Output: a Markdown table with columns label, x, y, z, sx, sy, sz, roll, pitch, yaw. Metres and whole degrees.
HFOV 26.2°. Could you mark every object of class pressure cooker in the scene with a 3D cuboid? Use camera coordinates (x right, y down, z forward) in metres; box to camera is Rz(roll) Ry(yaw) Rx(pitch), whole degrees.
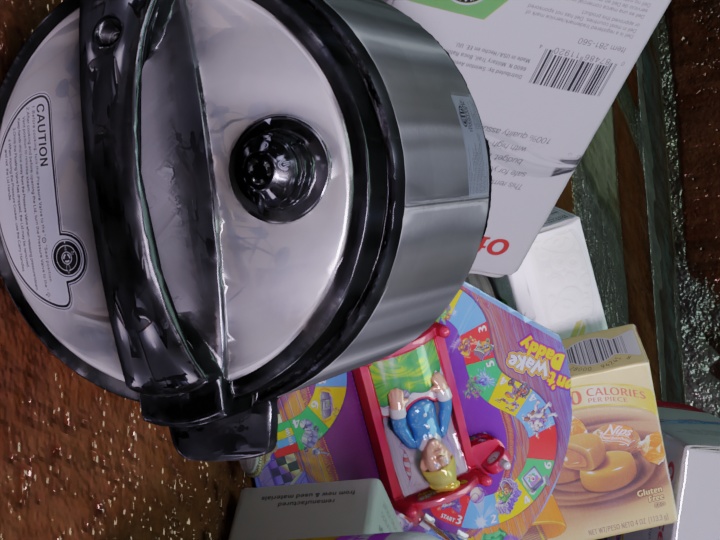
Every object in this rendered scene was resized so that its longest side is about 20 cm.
| label | x | y | z | sx | sy | sz | roll | pitch | yaw |
| --- | --- | --- | --- | --- | --- | --- | --- | --- | --- |
| pressure cooker | -0.050 | -0.037 | 0.616 | 0.176 | 0.179 | 0.200 | 43 | 17 | 12 |

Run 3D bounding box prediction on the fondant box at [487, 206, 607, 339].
| label | x | y | z | sx | sy | sz | roll | pitch | yaw |
| --- | --- | --- | --- | --- | --- | --- | --- | --- | --- |
| fondant box | 0.120 | 0.028 | 1.075 | 0.200 | 0.058 | 0.146 | -124 | -162 | -80 |

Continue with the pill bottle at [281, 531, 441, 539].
| label | x | y | z | sx | sy | sz | roll | pitch | yaw |
| --- | --- | --- | --- | --- | --- | --- | --- | --- | --- |
| pill bottle | -0.017 | 0.160 | 0.621 | 0.104 | 0.197 | 0.106 | -7 | 90 | -72 |

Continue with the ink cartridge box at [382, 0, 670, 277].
| label | x | y | z | sx | sy | sz | roll | pitch | yaw |
| --- | --- | --- | --- | --- | --- | --- | --- | --- | --- |
| ink cartridge box | 0.051 | -0.104 | 0.807 | 0.085 | 0.144 | 0.201 | -108 | -145 | -45 |

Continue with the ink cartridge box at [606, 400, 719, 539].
| label | x | y | z | sx | sy | sz | roll | pitch | yaw |
| --- | --- | --- | --- | --- | --- | --- | --- | --- | --- |
| ink cartridge box | 0.219 | 0.176 | 1.069 | 0.200 | 0.084 | 0.150 | -156 | -108 | -82 |

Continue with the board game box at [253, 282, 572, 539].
| label | x | y | z | sx | sy | sz | roll | pitch | yaw |
| --- | --- | --- | --- | --- | --- | --- | --- | --- | --- |
| board game box | 0.040 | 0.085 | 0.850 | 0.199 | 0.039 | 0.159 | 29 | 86 | -23 |

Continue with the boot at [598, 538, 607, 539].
| label | x | y | z | sx | sy | sz | roll | pitch | yaw |
| --- | --- | --- | --- | --- | --- | --- | --- | --- | --- |
| boot | 0.106 | 0.144 | 1.067 | 0.201 | 0.130 | 0.070 | 81 | 14 | -54 |

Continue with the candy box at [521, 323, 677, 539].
| label | x | y | z | sx | sy | sz | roll | pitch | yaw |
| --- | --- | --- | --- | --- | --- | --- | --- | --- | --- |
| candy box | 0.086 | 0.115 | 0.952 | 0.055 | 0.197 | 0.117 | -89 | 165 | -66 |

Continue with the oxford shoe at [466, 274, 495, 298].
| label | x | y | z | sx | sy | sz | roll | pitch | yaw |
| --- | --- | --- | --- | --- | --- | --- | --- | --- | --- |
| oxford shoe | 0.053 | 0.005 | 1.100 | 0.200 | 0.057 | 0.076 | -112 | -176 | -65 |

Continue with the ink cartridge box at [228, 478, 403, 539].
| label | x | y | z | sx | sy | sz | roll | pitch | yaw |
| --- | --- | --- | --- | --- | --- | --- | --- | --- | --- |
| ink cartridge box | -0.021 | 0.229 | 0.768 | 0.201 | 0.083 | 0.147 | -79 | 155 | -46 |

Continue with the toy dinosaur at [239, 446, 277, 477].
| label | x | y | z | sx | sy | sz | roll | pitch | yaw |
| --- | --- | --- | --- | --- | --- | --- | --- | --- | --- |
| toy dinosaur | -0.045 | 0.010 | 0.774 | 0.106 | 0.060 | 0.202 | -16 | 134 | -59 |
